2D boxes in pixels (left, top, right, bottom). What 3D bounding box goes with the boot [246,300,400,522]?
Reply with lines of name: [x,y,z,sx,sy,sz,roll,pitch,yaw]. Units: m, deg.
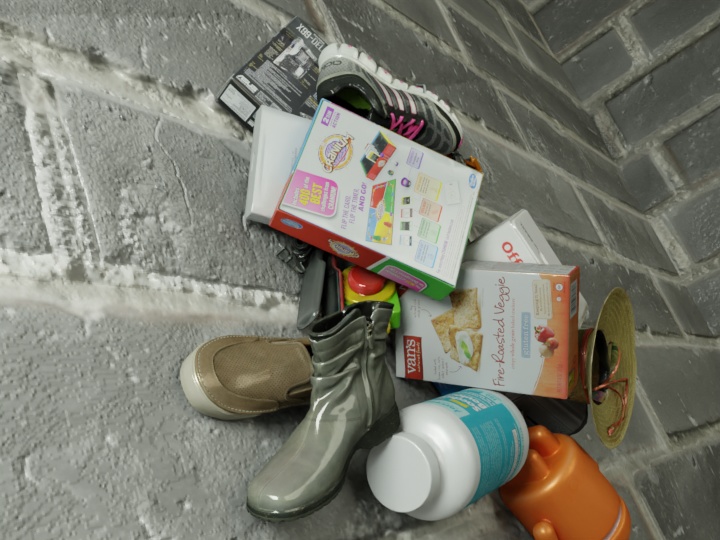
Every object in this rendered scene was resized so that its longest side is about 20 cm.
boot: [-0.033,0.105,0.635,0.200,0.067,0.131,-32,122,-52]

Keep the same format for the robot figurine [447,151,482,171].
robot figurine: [0.129,-0.174,1.180,0.145,0.058,0.200,89,-22,-53]

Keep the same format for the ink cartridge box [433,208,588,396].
ink cartridge box: [0.150,0.042,0.920,0.146,0.200,0.084,57,29,0]

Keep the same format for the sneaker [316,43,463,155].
sneaker: [0.029,-0.182,0.897,0.199,0.074,0.088,30,54,-15]

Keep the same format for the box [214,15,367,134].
box: [-0.052,-0.193,0.924,0.200,0.050,0.158,41,51,-11]

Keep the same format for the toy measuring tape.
toy measuring tape: [0.000,0.000,0.874,0.073,0.073,0.201,34,31,-35]

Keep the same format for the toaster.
toaster: [0.227,0.131,1.039,0.129,0.113,0.201,36,40,-29]

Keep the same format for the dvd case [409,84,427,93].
dvd case: [0.092,-0.126,1.026,0.150,0.025,0.201,45,43,-72]

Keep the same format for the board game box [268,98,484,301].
board game box: [0.022,-0.076,0.807,0.199,0.040,0.154,24,61,-9]

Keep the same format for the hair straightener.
hair straightener: [-0.053,-0.021,0.826,0.077,0.041,0.201,27,47,-31]

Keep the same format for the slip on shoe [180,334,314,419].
slip on shoe: [-0.070,0.089,0.677,0.200,0.060,0.076,14,49,-51]

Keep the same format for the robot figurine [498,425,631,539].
robot figurine: [0.245,0.280,0.917,0.200,0.117,0.144,49,8,-12]

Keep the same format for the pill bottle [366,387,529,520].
pill bottle: [0.087,0.185,0.770,0.200,0.111,0.111,1,60,-58]

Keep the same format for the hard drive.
hard drive: [-0.025,-0.096,0.847,0.199,0.026,0.132,13,65,-25]

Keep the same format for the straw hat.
straw hat: [0.275,0.119,0.938,0.201,0.085,0.202,-5,96,-55]

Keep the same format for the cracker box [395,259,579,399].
cracker box: [0.137,0.060,0.845,0.058,0.199,0.135,-21,111,-60]

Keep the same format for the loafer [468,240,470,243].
loafer: [0.127,-0.037,1.114,0.071,0.073,0.201,25,43,-62]
